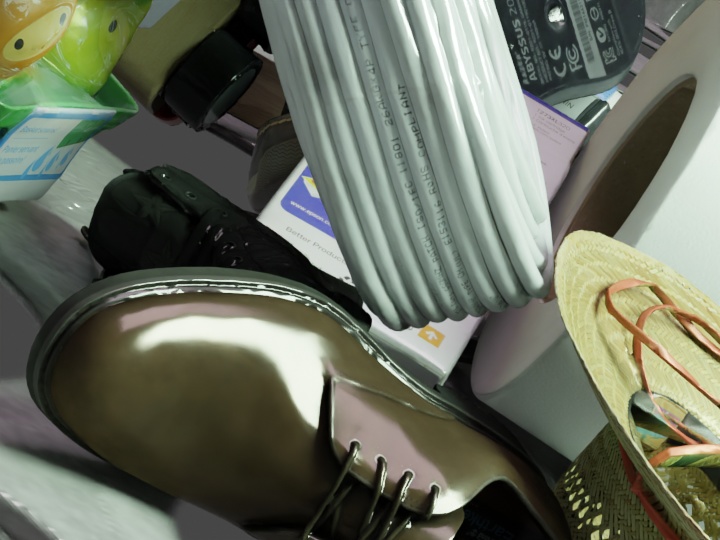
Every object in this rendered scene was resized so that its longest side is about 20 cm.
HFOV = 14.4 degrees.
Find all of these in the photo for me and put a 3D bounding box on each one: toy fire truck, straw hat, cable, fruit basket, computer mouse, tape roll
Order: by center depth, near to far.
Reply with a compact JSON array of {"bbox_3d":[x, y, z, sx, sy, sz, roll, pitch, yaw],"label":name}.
[{"bbox_3d":[0.106,0.089,0.936,0.201,0.085,0.201,39,21,-18],"label":"straw hat"},{"bbox_3d":[0.009,-0.079,0.937,0.200,0.069,0.201,-86,160,-72],"label":"cable"},{"bbox_3d":[-0.099,-0.108,1.003,0.094,0.200,0.185,54,15,8],"label":"fruit basket"},{"bbox_3d":[0.155,0.003,1.133,0.139,0.203,0.203,33,11,-7],"label":"tape roll"},{"bbox_3d":[0.059,-0.115,1.318,0.053,0.139,0.200,-12,4,41],"label":"computer mouse"},{"bbox_3d":[-0.038,-0.136,1.389,0.129,0.176,0.200,43,-1,6],"label":"toy fire truck"}]

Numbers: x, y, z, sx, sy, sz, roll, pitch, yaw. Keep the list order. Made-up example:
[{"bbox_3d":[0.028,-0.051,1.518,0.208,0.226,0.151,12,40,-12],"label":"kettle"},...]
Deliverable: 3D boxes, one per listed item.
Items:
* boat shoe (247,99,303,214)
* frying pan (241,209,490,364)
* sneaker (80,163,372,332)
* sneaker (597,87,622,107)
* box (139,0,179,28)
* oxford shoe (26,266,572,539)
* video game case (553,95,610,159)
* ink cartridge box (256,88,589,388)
[{"bbox_3d":[-0.012,-0.065,1.300,0.074,0.074,0.200,-12,-3,10],"label":"boat shoe"},{"bbox_3d":[0.013,0.009,1.204,0.115,0.031,0.190,37,22,24],"label":"frying pan"},{"bbox_3d":[-0.053,0.007,0.981,0.104,0.060,0.200,31,6,-3],"label":"sneaker"},{"bbox_3d":[0.122,-0.055,1.580,0.082,0.074,0.200,44,-7,20],"label":"sneaker"},{"bbox_3d":[-0.090,-0.194,1.123,0.132,0.200,0.115,-4,62,-49],"label":"box"},{"bbox_3d":[-0.007,0.056,0.843,0.199,0.073,0.084,23,15,-32],"label":"oxford shoe"},{"bbox_3d":[0.077,-0.066,1.488,0.181,0.025,0.200,37,-16,33],"label":"video game case"},{"bbox_3d":[0.021,-0.024,1.153,0.094,0.037,0.200,31,39,3],"label":"ink cartridge box"}]
